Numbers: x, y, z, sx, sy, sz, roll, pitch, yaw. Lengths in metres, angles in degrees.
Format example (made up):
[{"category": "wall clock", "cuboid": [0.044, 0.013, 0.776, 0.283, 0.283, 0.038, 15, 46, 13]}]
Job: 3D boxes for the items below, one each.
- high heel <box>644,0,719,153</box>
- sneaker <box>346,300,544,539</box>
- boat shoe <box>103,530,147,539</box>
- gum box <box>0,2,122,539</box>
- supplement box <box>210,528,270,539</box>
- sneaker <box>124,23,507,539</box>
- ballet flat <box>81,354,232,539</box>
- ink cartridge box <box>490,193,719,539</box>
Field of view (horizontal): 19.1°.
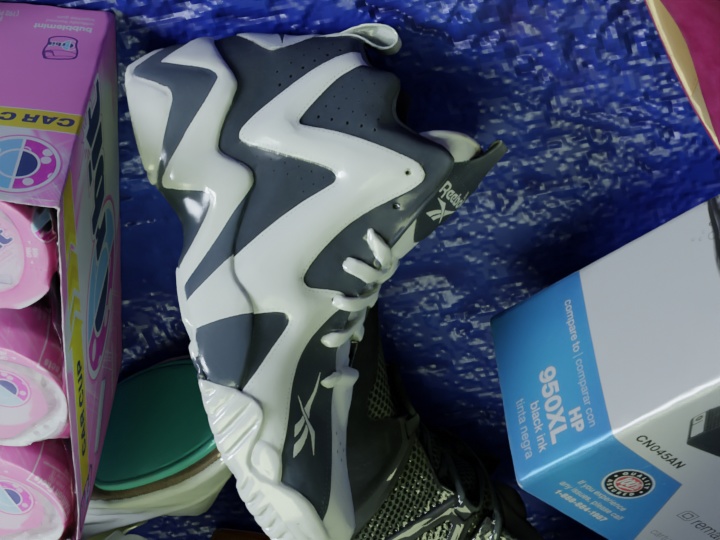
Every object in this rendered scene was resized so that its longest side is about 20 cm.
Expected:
[{"category": "high heel", "cuboid": [0.089, -0.097, 0.741, 0.200, 0.067, 0.096, 24, 120, -20]}, {"category": "sneaker", "cuboid": [0.019, 0.076, 0.911, 0.114, 0.076, 0.200, -7, 123, -8]}, {"category": "boat shoe", "cuboid": [-0.103, 0.141, 0.904, 0.200, 0.067, 0.074, 10, 154, -7]}, {"category": "gum box", "cuboid": [-0.134, 0.010, 0.834, 0.066, 0.114, 0.200, 5, 133, 1]}, {"category": "supplement box", "cuboid": [-0.054, 0.213, 0.955, 0.069, 0.200, 0.067, 12, 133, 1]}, {"category": "sneaker", "cuboid": [0.000, 0.000, 0.795, 0.130, 0.199, 0.079, -16, 171, 4]}, {"category": "ballet flat", "cuboid": [-0.104, 0.088, 0.943, 0.200, 0.069, 0.069, -22, 127, 33]}, {"category": "ink cartridge box", "cuboid": [0.174, 0.035, 0.829, 0.200, 0.084, 0.145, -31, 137, 28]}]
